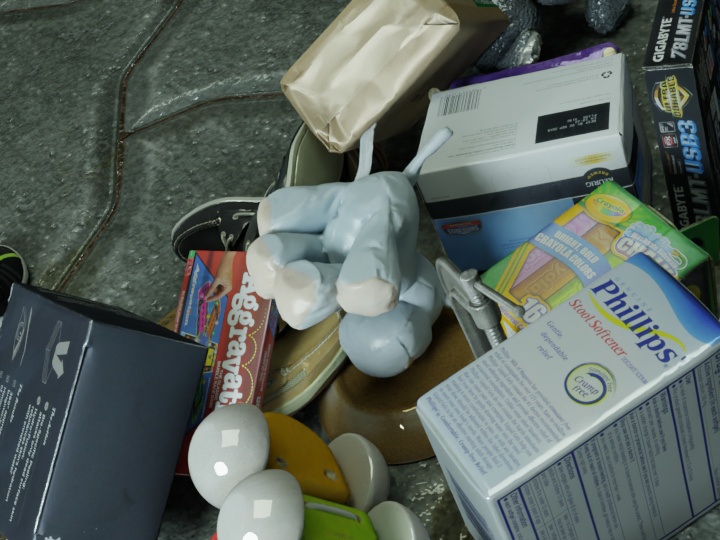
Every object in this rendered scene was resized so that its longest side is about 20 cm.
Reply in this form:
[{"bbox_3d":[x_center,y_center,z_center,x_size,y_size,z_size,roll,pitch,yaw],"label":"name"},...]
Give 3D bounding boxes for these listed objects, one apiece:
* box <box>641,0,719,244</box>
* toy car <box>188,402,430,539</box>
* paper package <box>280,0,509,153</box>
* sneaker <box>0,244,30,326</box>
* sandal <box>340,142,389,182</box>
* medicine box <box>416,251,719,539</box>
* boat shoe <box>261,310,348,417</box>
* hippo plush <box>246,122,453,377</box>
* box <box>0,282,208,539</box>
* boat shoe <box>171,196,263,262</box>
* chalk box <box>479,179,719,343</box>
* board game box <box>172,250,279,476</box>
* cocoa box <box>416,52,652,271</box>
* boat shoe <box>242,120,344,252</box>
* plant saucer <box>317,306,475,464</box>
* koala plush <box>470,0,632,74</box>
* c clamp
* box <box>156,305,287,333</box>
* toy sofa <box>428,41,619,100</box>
[{"bbox_3d":[0.306,-0.163,1.148,0.049,0.201,0.200,-2,44,25],"label":"box"},{"bbox_3d":[-0.056,0.209,0.990,0.151,0.174,0.200,-58,35,16],"label":"toy car"},{"bbox_3d":[0.040,-0.227,1.321,0.190,0.104,0.200,-43,-6,23],"label":"paper package"},{"bbox_3d":[-0.433,0.013,1.482,0.071,0.083,0.201,-26,37,-1],"label":"sneaker"},{"bbox_3d":[0.003,-0.111,1.389,0.054,0.083,0.201,-5,30,-8],"label":"sandal"},{"bbox_3d":[0.164,0.122,0.905,0.199,0.183,0.103,-32,46,-8],"label":"medicine box"},{"bbox_3d":[-0.090,0.098,1.151,0.200,0.076,0.072,-44,26,-5],"label":"boat shoe"},{"bbox_3d":[0.000,0.000,1.112,0.157,0.162,0.202,5,54,27],"label":"hippo plush"},{"bbox_3d":[-0.246,0.132,1.108,0.199,0.116,0.200,15,90,56],"label":"box"},{"bbox_3d":[-0.114,-0.035,1.361,0.197,0.075,0.061,-7,36,12],"label":"boat shoe"},{"bbox_3d":[0.209,0.023,1.038,0.199,0.125,0.124,-35,49,-12],"label":"chalk box"},{"bbox_3d":[-0.127,0.081,1.125,0.102,0.019,0.203,2,73,28],"label":"board game box"},{"bbox_3d":[0.169,-0.098,1.210,0.197,0.132,0.134,-9,40,22],"label":"cocoa box"},{"bbox_3d":[-0.069,-0.083,1.295,0.067,0.072,0.202,-16,45,38],"label":"boat shoe"},{"bbox_3d":[0.046,0.084,1.151,0.198,0.036,0.202,-17,38,14],"label":"plant saucer"},{"bbox_3d":[0.175,-0.305,1.432,0.177,0.184,0.201,34,87,35],"label":"koala plush"},{"bbox_3d":[0.107,0.070,0.990,0.027,0.201,0.171,-31,34,-7],"label":"c clamp"},{"bbox_3d":[-0.114,0.030,1.249,0.161,0.022,0.200,-13,14,22],"label":"box"},{"bbox_3d":[0.175,-0.181,1.313,0.197,0.083,0.099,-10,77,20],"label":"toy sofa"}]
